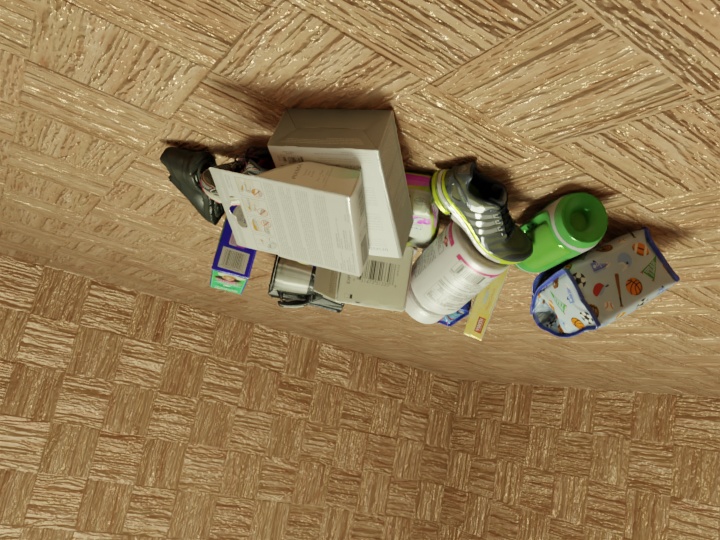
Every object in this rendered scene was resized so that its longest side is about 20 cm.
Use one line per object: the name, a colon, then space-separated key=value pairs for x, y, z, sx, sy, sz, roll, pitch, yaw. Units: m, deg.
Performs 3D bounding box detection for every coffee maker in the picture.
coffee maker: x=-0.127 y=0.022 z=1.590 sx=0.195 sy=0.138 sz=0.192 roll=14 pitch=-170 yaw=-6

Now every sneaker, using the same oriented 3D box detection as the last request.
sneaker: x=-0.286 y=-0.154 z=1.096 sx=0.089 sy=0.077 sz=0.201 roll=21 pitch=156 yaw=13
sneaker: x=-0.169 y=-0.157 z=0.977 sx=0.196 sy=0.082 sz=0.075 roll=-4 pitch=147 yaw=24
sneaker: x=0.190 y=-0.081 z=0.910 sx=0.199 sy=0.075 sz=0.080 roll=36 pitch=149 yaw=-23

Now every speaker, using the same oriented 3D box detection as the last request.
speaker: x=0.299 y=-0.054 z=0.970 sx=0.086 sy=0.091 sz=0.200 roll=12 pitch=167 yaw=-6

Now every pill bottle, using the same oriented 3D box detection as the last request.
pill bottle: x=0.151 y=0.001 z=1.039 sx=0.111 sy=0.116 sz=0.200 roll=16 pitch=143 yaw=-21

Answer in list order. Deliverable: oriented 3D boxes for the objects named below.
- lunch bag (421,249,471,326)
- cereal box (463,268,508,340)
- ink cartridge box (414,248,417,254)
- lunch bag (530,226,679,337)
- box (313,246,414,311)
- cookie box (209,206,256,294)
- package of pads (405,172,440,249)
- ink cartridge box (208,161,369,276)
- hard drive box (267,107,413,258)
lunch bag: x=0.180 y=0.013 z=1.193 sx=0.092 sy=0.154 sz=0.200 roll=13 pitch=166 yaw=-11
cereal box: x=0.234 y=0.039 z=1.143 sx=0.039 sy=0.147 sz=0.200 roll=20 pitch=-171 yaw=11
ink cartridge box: x=0.003 y=-0.037 z=1.252 sx=0.196 sy=0.042 sz=0.120 roll=16 pitch=126 yaw=-27
lunch bag: x=0.385 y=0.029 z=1.036 sx=0.167 sy=0.126 sz=0.200 roll=-24 pitch=167 yaw=-9
box: x=0.000 y=0.000 z=1.107 sx=0.125 sy=0.112 sz=0.200 roll=9 pitch=-179 yaw=-16
cookie box: x=-0.238 y=-0.055 z=1.223 sx=0.074 sy=0.175 sz=0.200 roll=16 pitch=166 yaw=-11
package of pads: x=0.055 y=-0.101 z=1.020 sx=0.151 sy=0.070 sz=0.200 roll=11 pitch=167 yaw=9
ink cartridge box: x=-0.089 y=-0.077 z=0.839 sx=0.196 sy=0.051 sz=0.163 roll=15 pitch=145 yaw=16
hard drive box: x=-0.020 y=-0.115 z=0.854 sx=0.152 sy=0.078 sz=0.202 roll=7 pitch=143 yaw=19
